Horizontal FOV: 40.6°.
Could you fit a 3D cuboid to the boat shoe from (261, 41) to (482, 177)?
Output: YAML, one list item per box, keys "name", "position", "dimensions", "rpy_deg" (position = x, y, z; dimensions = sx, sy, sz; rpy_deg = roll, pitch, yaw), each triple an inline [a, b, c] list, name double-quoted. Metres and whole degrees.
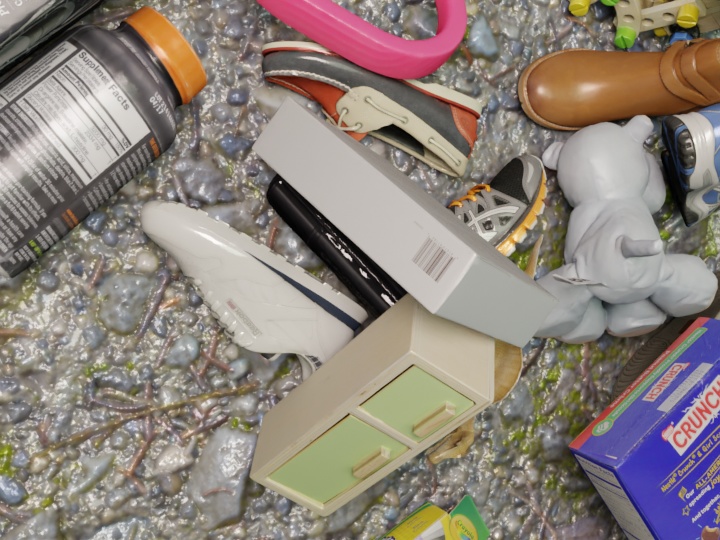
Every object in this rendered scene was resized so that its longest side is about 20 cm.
- name: "boat shoe"
  position: [0.009, -0.131, 0.785]
  dimensions: [0.199, 0.071, 0.063]
  rpy_deg: [15, 89, -27]

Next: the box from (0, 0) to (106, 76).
- name: "box"
  position: [-0.232, -0.202, 0.608]
  dimensions: [0.196, 0.200, 0.124]
  rpy_deg: [-40, 107, -16]

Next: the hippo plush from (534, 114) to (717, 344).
- name: "hippo plush"
  position: [0.198, -0.037, 0.840]
  dimensions: [0.200, 0.159, 0.162]
  rpy_deg: [24, 51, -51]

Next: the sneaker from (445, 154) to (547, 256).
- name: "sneaker"
  position: [0.082, -0.029, 0.815]
  dimensions: [0.077, 0.078, 0.200]
  rpy_deg: [43, 74, -7]

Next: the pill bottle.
- name: "pill bottle"
  position: [-0.202, -0.097, 0.677]
  dimensions: [0.200, 0.106, 0.106]
  rpy_deg: [-43, 107, -16]

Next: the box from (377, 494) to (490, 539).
- name: "box"
  position: [0.036, 0.287, 0.824]
  dimensions: [0.199, 0.048, 0.118]
  rpy_deg: [-33, 104, -15]

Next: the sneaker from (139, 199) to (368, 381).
- name: "sneaker"
  position: [-0.089, 0.017, 0.749]
  dimensions: [0.199, 0.076, 0.081]
  rpy_deg: [33, 89, -19]

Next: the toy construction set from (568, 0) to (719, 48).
- name: "toy construction set"
  position: [0.276, -0.247, 0.832]
  dimensions: [0.131, 0.199, 0.093]
  rpy_deg: [37, 78, -35]

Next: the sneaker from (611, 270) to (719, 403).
- name: "sneaker"
  position: [0.330, 0.098, 0.920]
  dimensions: [0.200, 0.075, 0.106]
  rpy_deg: [-41, 104, -17]

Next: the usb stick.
- name: "usb stick"
  position: [0.000, 0.000, 0.759]
  dimensions: [0.033, 0.055, 0.200]
  rpy_deg: [-41, 85, -14]

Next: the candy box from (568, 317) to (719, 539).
- name: "candy box"
  position: [0.288, 0.169, 0.787]
  dimensions: [0.169, 0.077, 0.201]
  rpy_deg: [-38, 106, -15]

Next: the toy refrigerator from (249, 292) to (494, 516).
- name: "toy refrigerator"
  position: [0.005, 0.106, 0.722]
  dimensions: [0.076, 0.200, 0.070]
  rpy_deg: [33, 38, -20]

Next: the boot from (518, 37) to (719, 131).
- name: "boot"
  position: [0.252, -0.161, 0.834]
  dimensions: [0.199, 0.155, 0.077]
  rpy_deg: [2, 91, -23]

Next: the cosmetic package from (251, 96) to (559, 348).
- name: "cosmetic package"
  position: [0.033, -0.033, 0.700]
  dimensions: [0.052, 0.200, 0.150]
  rpy_deg: [-54, 147, 11]

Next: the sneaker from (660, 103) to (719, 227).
- name: "sneaker"
  position: [0.308, -0.091, 0.849]
  dimensions: [0.077, 0.200, 0.076]
  rpy_deg: [-21, 78, 11]

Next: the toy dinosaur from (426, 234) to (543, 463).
- name: "toy dinosaur"
  position: [0.106, 0.066, 0.810]
  dimensions: [0.058, 0.101, 0.201]
  rpy_deg: [25, 88, -27]

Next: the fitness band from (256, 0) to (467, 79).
- name: "fitness band"
  position: [-0.007, -0.227, 0.750]
  dimensions: [0.199, 0.037, 0.144]
  rpy_deg: [25, 51, -16]
